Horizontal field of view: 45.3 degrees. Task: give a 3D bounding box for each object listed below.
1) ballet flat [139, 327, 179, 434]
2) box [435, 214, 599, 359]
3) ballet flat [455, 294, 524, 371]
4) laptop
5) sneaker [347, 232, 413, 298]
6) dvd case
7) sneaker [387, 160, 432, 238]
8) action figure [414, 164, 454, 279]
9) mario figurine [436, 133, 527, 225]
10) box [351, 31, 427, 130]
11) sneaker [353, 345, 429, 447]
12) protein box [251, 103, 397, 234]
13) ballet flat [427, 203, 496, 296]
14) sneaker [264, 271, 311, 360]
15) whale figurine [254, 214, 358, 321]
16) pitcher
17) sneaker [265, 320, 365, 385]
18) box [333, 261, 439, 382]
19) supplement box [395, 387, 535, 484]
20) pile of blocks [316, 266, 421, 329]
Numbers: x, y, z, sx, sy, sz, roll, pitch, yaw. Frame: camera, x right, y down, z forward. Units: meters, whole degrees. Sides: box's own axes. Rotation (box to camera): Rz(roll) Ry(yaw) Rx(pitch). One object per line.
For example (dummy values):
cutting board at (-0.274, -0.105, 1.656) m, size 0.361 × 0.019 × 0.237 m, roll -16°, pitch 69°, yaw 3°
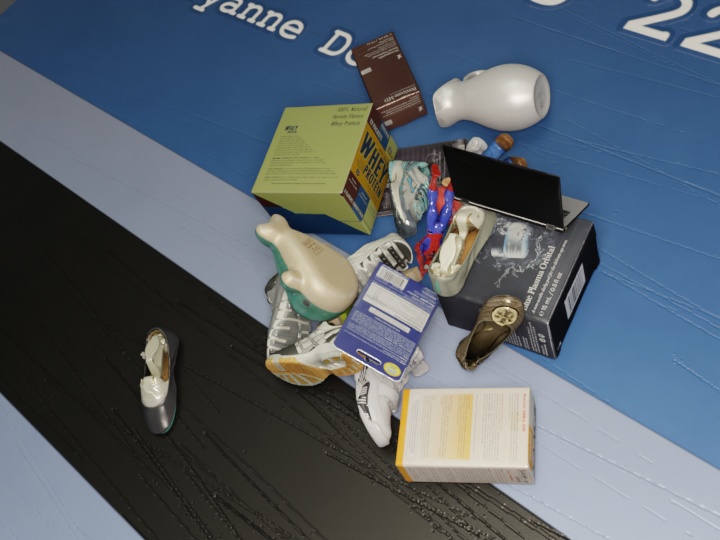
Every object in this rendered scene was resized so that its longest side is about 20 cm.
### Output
ballet flat at (-0.363, 0.187, 1.530) m, size 0.072 × 0.073 × 0.202 m, roll -11°, pitch 55°, yaw 12°
box at (0.255, 0.007, 1.398) m, size 0.198 × 0.118 × 0.198 m, roll 16°, pitch 64°, yaw 29°
ballet flat at (0.193, 0.100, 1.319) m, size 0.067 × 0.200 × 0.047 m, roll 24°, pitch 54°, yaw -4°
laptop at (0.245, -0.144, 1.334) m, size 0.186 × 0.117 × 0.200 m, roll 20°, pitch 32°, yaw 26°
sneaker at (0.000, 0.000, 1.533) m, size 0.199 × 0.075 × 0.081 m, roll -29°, pitch 26°, yaw 8°
dvd case at (0.107, -0.175, 1.636) m, size 0.198 × 0.016 × 0.150 m, roll -6°, pitch 57°, yaw 15°
sneaker at (0.095, -0.138, 1.542) m, size 0.085 × 0.078 × 0.201 m, roll -8°, pitch 42°, yaw 5°
action figure at (0.133, -0.066, 1.445) m, size 0.064 × 0.202 × 0.099 m, roll 0°, pitch 38°, yaw -11°
mario figurine at (0.215, -0.152, 1.520) m, size 0.123 × 0.106 × 0.200 m, roll 41°, pitch 70°, yaw 18°
box at (0.056, -0.386, 1.762) m, size 0.099 × 0.075 × 0.201 m, roll -22°, pitch 55°, yaw 4°
sneaker at (0.052, 0.178, 1.381) m, size 0.114 × 0.075 × 0.201 m, roll -18°, pitch 50°, yaw 11°
protein box at (-0.063, -0.189, 1.618) m, size 0.197 × 0.135 × 0.202 m, roll 3°, pitch 60°, yaw 28°
ballet flat at (0.162, -0.053, 1.359) m, size 0.067 × 0.064 × 0.201 m, roll 10°, pitch 61°, yaw 31°
sneaker at (-0.137, 0.081, 1.530) m, size 0.115 × 0.074 × 0.202 m, roll 2°, pitch 76°, yaw 60°
whale figurine at (-0.099, 0.000, 1.437) m, size 0.200 × 0.104 × 0.159 m, roll 43°, pitch 33°, yaw 1°
pitcher at (0.261, -0.339, 1.639) m, size 0.198 × 0.122 × 0.172 m, roll 4°, pitch 43°, yaw 35°
sneaker at (-0.066, 0.131, 1.417) m, size 0.198 × 0.076 × 0.088 m, roll -12°, pitch 46°, yaw 33°
box at (0.041, 0.084, 1.361) m, size 0.120 × 0.033 × 0.201 m, roll 29°, pitch 47°, yaw 3°
supplement box at (0.161, 0.248, 1.296) m, size 0.198 × 0.074 × 0.127 m, roll -3°, pitch 56°, yaw 18°
pile of blocks at (0.025, 0.071, 1.466) m, size 0.199 × 0.063 × 0.082 m, roll -30°, pitch 11°, yaw 2°
